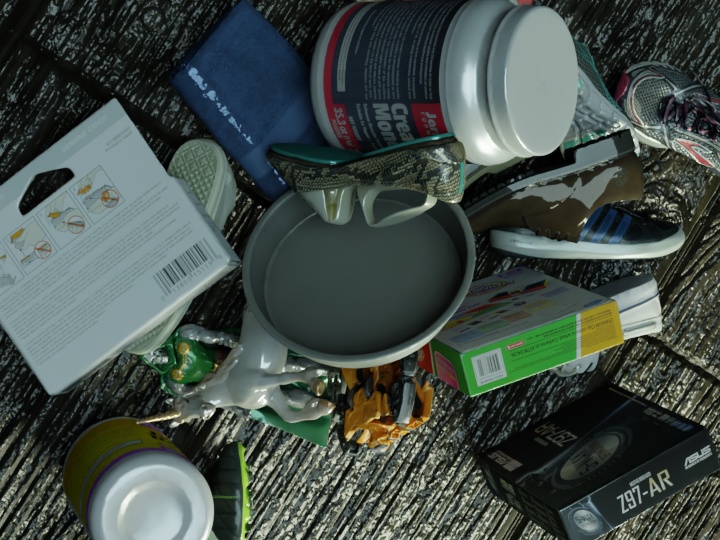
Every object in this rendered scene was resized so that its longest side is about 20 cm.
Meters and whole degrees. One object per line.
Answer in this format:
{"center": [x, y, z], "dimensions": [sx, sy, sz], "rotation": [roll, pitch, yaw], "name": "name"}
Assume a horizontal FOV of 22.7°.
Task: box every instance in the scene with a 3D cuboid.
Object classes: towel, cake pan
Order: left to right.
{"center": [-0.077, -0.134, 1.595], "dimensions": [0.200, 0.048, 0.112], "rotation": [49, 65, -22], "name": "towel"}
{"center": [0.000, 0.000, 1.526], "dimensions": [0.200, 0.200, 0.037], "rotation": [-32, 147, -11], "name": "cake pan"}

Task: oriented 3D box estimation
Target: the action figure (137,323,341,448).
{"center": [-0.106, 0.093, 1.630], "dimensions": [0.199, 0.055, 0.119], "rotation": [12, 97, -16], "name": "action figure"}

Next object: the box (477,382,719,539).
{"center": [0.217, 0.178, 1.673], "dimensions": [0.160, 0.200, 0.044], "rotation": [-27, 106, -12], "name": "box"}

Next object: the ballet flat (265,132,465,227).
{"center": [0.002, -0.073, 1.502], "dimensions": [0.068, 0.199, 0.076], "rotation": [-13, 101, -53], "name": "ballet flat"}

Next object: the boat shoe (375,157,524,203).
{"center": [0.074, -0.107, 1.643], "dimensions": [0.200, 0.075, 0.069], "rotation": [-32, 123, -23], "name": "boat shoe"}

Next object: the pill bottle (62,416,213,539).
{"center": [-0.196, 0.185, 1.533], "dimensions": [0.104, 0.200, 0.105], "rotation": [-3, 99, -19], "name": "pill bottle"}

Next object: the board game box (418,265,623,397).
{"center": [0.125, 0.050, 1.621], "dimensions": [0.152, 0.200, 0.041], "rotation": [-18, 104, -15], "name": "board game box"}

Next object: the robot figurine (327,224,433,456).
{"center": [0.021, 0.065, 1.581], "dimensions": [0.058, 0.145, 0.201], "rotation": [10, 64, -25], "name": "robot figurine"}

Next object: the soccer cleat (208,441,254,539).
{"center": [-0.142, 0.254, 1.637], "dimensions": [0.081, 0.068, 0.201], "rotation": [7, 97, -7], "name": "soccer cleat"}

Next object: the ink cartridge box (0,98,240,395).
{"center": [-0.233, -0.019, 1.547], "dimensions": [0.200, 0.044, 0.174], "rotation": [-36, 84, 7], "name": "ink cartridge box"}

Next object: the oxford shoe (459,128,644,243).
{"center": [0.164, -0.055, 1.633], "dimensions": [0.199, 0.073, 0.085], "rotation": [-20, 97, 8], "name": "oxford shoe"}

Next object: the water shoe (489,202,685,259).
{"center": [0.220, -0.052, 1.706], "dimensions": [0.199, 0.071, 0.079], "rotation": [-1, 97, -19], "name": "water shoe"}

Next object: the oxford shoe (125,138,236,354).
{"center": [-0.160, -0.019, 1.590], "dimensions": [0.075, 0.058, 0.201], "rotation": [22, 92, 19], "name": "oxford shoe"}

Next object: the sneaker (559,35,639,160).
{"center": [0.203, -0.169, 1.670], "dimensions": [0.200, 0.077, 0.092], "rotation": [47, 37, -46], "name": "sneaker"}

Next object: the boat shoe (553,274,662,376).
{"center": [0.203, 0.068, 1.723], "dimensions": [0.199, 0.071, 0.070], "rotation": [-21, 102, -21], "name": "boat shoe"}

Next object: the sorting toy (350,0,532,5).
{"center": [0.087, -0.302, 1.623], "dimensions": [0.198, 0.070, 0.201], "rotation": [34, 87, -20], "name": "sorting toy"}

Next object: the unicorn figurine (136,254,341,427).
{"center": [-0.085, 0.078, 1.563], "dimensions": [0.074, 0.137, 0.201], "rotation": [65, 39, -48], "name": "unicorn figurine"}

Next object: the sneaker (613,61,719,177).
{"center": [0.333, -0.143, 1.728], "dimensions": [0.199, 0.075, 0.081], "rotation": [21, 91, -20], "name": "sneaker"}

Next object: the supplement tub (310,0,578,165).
{"center": [0.070, -0.161, 1.534], "dimensions": [0.140, 0.199, 0.141], "rotation": [-7, 99, -54], "name": "supplement tub"}
